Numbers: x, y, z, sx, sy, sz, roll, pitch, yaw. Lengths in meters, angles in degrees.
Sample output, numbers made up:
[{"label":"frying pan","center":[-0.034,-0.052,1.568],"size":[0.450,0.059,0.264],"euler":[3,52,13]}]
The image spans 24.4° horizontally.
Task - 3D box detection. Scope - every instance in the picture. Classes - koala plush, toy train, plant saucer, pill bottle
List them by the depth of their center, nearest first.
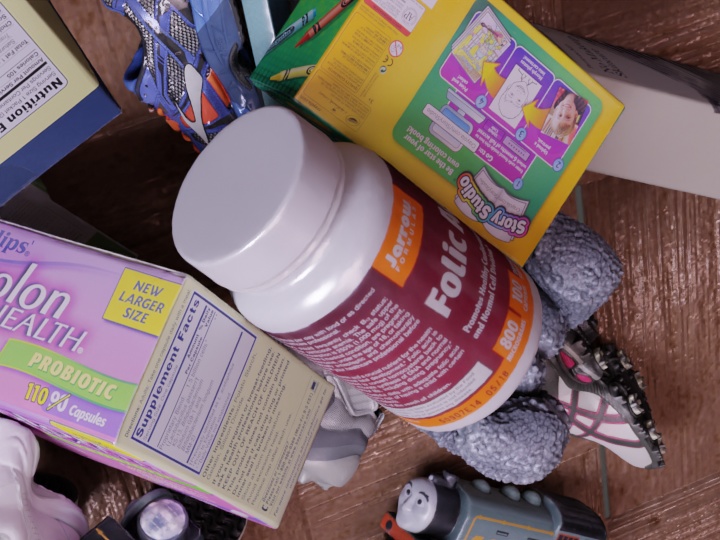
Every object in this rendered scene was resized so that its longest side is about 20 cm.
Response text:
[{"label":"pill bottle","center":[0.000,0.000,0.920],"size":[0.114,0.114,0.200],"euler":[-48,129,9]},{"label":"plant saucer","center":[-0.049,-0.121,0.984],"size":[0.019,0.070,0.200],"euler":[-8,112,7]},{"label":"toy train","center":[-0.143,0.219,1.051],"size":[0.114,0.085,0.200],"euler":[-37,155,-29]},{"label":"koala plush","center":[0.029,0.028,1.095],"size":[0.200,0.184,0.178],"euler":[24,77,-24]},{"label":"toy train","center":[0.098,0.218,1.295],"size":[0.200,0.085,0.114],"euler":[19,100,-33]}]

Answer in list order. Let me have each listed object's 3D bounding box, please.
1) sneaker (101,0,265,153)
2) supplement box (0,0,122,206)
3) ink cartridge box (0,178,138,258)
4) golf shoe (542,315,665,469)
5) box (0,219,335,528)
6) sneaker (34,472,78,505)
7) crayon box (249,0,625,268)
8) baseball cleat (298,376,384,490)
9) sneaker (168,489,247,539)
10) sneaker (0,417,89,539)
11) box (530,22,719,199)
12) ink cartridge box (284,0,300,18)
[{"label":"sneaker","center":[-0.100,-0.113,0.997],"size":[0.078,0.075,0.200],"euler":[-14,124,1]},{"label":"supplement box","center":[-0.248,-0.143,0.809],"size":[0.134,0.200,0.200],"euler":[-38,129,0]},{"label":"ink cartridge box","center":[-0.244,-0.007,1.004],"size":[0.146,0.048,0.200],"euler":[-43,151,6]},{"label":"golf shoe","center":[0.164,0.093,1.267],"size":[0.088,0.077,0.200],"euler":[-28,130,19]},{"label":"box","center":[-0.141,0.058,0.963],"size":[0.097,0.176,0.200],"euler":[-67,152,-12]},{"label":"sneaker","center":[-0.286,0.208,1.105],"size":[0.200,0.084,0.121],"euler":[-6,114,-24]},{"label":"crayon box","center":[0.049,-0.102,0.966],"size":[0.200,0.058,0.119],"euler":[35,87,-34]},{"label":"baseball cleat","center":[-0.065,0.079,1.146],"size":[0.200,0.070,0.107],"euler":[32,90,-42]},{"label":"sneaker","center":[-0.164,0.227,1.192],"size":[0.200,0.070,0.093],"euler":[-45,177,-19]},{"label":"sneaker","center":[-0.219,0.167,0.990],"size":[0.078,0.099,0.200],"euler":[1,148,11]},{"label":"box","center":[0.196,-0.104,1.134],"size":[0.200,0.082,0.068],"euler":[9,117,-32]},{"label":"ink cartridge box","center":[0.016,-0.169,1.008],"size":[0.116,0.068,0.200],"euler":[-18,127,-16]}]
